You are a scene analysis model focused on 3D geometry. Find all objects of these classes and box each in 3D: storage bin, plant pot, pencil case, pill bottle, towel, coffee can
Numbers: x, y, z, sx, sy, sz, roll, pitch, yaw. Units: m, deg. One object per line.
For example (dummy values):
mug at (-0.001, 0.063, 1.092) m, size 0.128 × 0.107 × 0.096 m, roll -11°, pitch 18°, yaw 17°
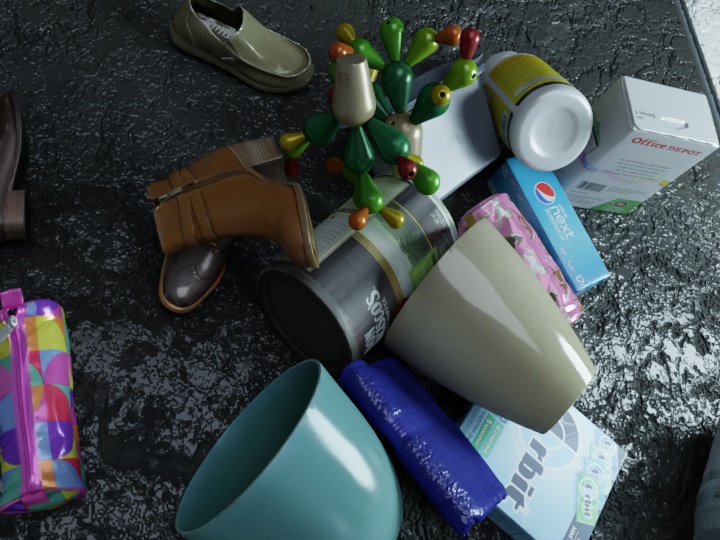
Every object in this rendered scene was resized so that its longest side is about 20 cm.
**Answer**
storage bin at (0.085, -0.173, 0.990) m, size 0.199 × 0.144 × 0.137 m, roll -36°, pitch 110°, yaw -30°
plant pot at (-0.053, 0.217, 0.729) m, size 0.161 × 0.199 × 0.202 m, roll 44°, pitch 59°, yaw -13°
pencil case at (-0.317, 0.127, 0.725) m, size 0.086 × 0.088 × 0.204 m, roll -9°, pitch 72°, yaw -24°
plant pot at (0.158, 0.079, 0.845) m, size 0.199 × 0.189 × 0.187 m, roll 41°, pitch 59°, yaw 14°
pill bottle at (0.228, -0.228, 1.029) m, size 0.110 × 0.114 × 0.202 m, roll 9°, pitch 31°, yaw -17°
pencil case at (0.207, 0.001, 0.980) m, size 0.082 × 0.086 × 0.202 m, roll -23°, pitch 75°, yaw -47°
towel at (0.063, 0.180, 0.791) m, size 0.201 × 0.050 × 0.147 m, roll 49°, pitch 16°, yaw 20°
coffee can at (0.000, 0.000, 0.864) m, size 0.147 × 0.147 × 0.200 m, roll 46°, pitch 60°, yaw 3°

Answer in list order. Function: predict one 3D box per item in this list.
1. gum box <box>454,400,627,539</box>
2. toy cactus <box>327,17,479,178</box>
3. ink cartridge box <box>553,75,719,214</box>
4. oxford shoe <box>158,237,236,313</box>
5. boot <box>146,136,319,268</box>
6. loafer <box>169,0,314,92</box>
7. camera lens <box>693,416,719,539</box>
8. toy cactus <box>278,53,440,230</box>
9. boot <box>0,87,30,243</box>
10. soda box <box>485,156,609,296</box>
gum box at (0.204, 0.226, 0.903) m, size 0.199 × 0.045 × 0.171 m, roll 40°, pitch 60°, yaw 0°
toy cactus at (0.041, -0.184, 0.812) m, size 0.102 × 0.196 × 0.169 m, roll -36°, pitch 125°, yaw -53°
ink cartridge box at (0.367, -0.167, 1.045) m, size 0.141 × 0.200 × 0.086 m, roll 6°, pitch 65°, yaw -18°
oxford shoe at (-0.173, -0.047, 0.859) m, size 0.070 × 0.073 × 0.203 m, roll 25°, pitch 61°, yaw -8°
boot at (-0.133, -0.050, 0.779) m, size 0.152 × 0.075 × 0.201 m, roll -22°, pitch 46°, yaw -11°
loafer at (-0.151, -0.295, 0.978) m, size 0.195 × 0.068 × 0.078 m, roll 15°, pitch 63°, yaw -14°
camera lens at (0.513, 0.272, 0.935) m, size 0.159 × 0.160 × 0.202 m, roll 35°, pitch 60°, yaw -3°
toy cactus at (-0.012, -0.134, 0.775) m, size 0.198 × 0.168 × 0.102 m, roll 26°, pitch 45°, yaw 35°
boot at (-0.456, -0.110, 0.790) m, size 0.195 × 0.064 × 0.191 m, roll -4°, pitch 67°, yaw -17°
soda box at (0.255, -0.059, 1.035) m, size 0.067 × 0.064 × 0.203 m, roll -19°, pitch 76°, yaw -27°
